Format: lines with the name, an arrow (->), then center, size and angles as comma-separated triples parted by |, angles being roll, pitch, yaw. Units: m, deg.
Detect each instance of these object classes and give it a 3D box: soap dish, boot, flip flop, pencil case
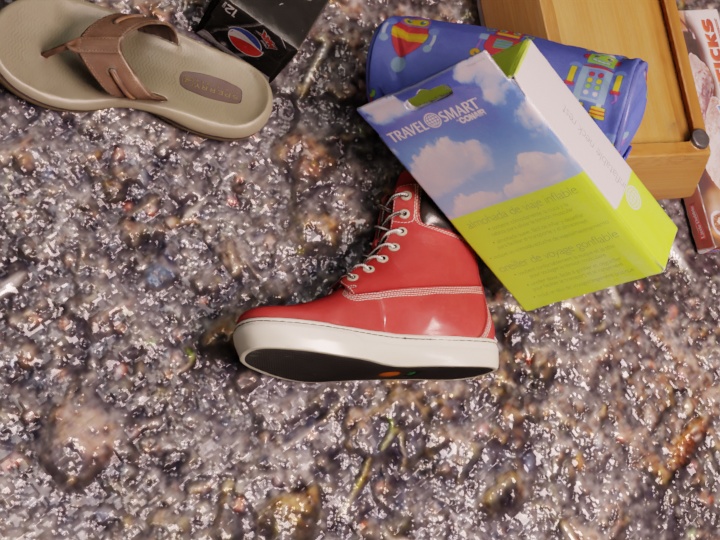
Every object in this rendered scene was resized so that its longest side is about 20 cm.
soap dish -> 0.180, -0.153, 1.069 | 0.156, 0.081, 0.202 | -4, 76, -25
boot -> 0.000, 0.000, 0.953 | 0.199, 0.072, 0.145 | 3, 74, -32
flip flop -> -0.148, -0.138, 0.929 | 0.199, 0.058, 0.082 | 15, 70, -20
pencil case -> 0.099, -0.122, 0.974 | 0.199, 0.087, 0.078 | 14, 38, 18

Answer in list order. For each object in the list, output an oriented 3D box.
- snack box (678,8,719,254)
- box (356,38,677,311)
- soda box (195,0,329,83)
snack box -> 0.283, -0.115, 1.137 | 0.071, 0.024, 0.202 | -7, 78, -27
box -> 0.105, -0.066, 0.931 | 0.200, 0.121, 0.048 | 48, 48, -23
soda box -> -0.038, -0.237, 1.004 | 0.071, 0.063, 0.201 | 34, 64, -11
